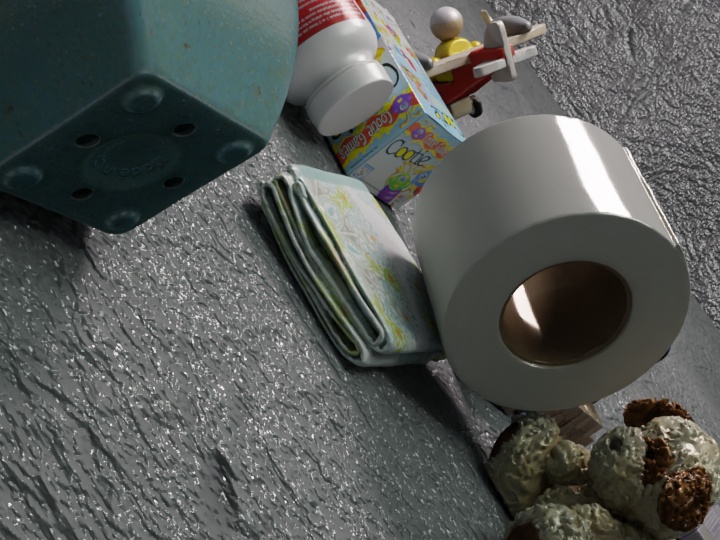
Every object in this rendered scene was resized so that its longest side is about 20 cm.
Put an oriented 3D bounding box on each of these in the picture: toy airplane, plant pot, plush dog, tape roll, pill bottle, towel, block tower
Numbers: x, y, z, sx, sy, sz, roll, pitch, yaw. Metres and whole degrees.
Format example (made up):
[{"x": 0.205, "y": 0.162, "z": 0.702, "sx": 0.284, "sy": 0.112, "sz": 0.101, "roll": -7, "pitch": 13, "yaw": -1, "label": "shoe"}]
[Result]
[{"x": 0.136, "y": -0.284, "z": 1.759, "sx": 0.142, "sy": 0.198, "sz": 0.200, "roll": 65, "pitch": 20, "yaw": 5, "label": "toy airplane"}, {"x": -0.148, "y": -0.139, "z": 0.749, "sx": 0.195, "sy": 0.196, "sz": 0.201, "roll": 25, "pitch": 42, "yaw": -57, "label": "plant pot"}, {"x": 0.209, "y": 0.184, "z": 1.063, "sx": 0.161, "sy": 0.171, "sz": 0.200, "roll": 48, "pitch": 17, "yaw": -18, "label": "plush dog"}, {"x": 0.150, "y": -0.006, "z": 1.094, "sx": 0.203, "sy": 0.202, "sz": 0.140, "roll": 41, "pitch": 21, "yaw": -34, "label": "tape roll"}, {"x": -0.055, "y": -0.234, "z": 1.298, "sx": 0.201, "sy": 0.112, "sz": 0.112, "roll": 58, "pitch": 17, "yaw": 15, "label": "pill bottle"}, {"x": 0.000, "y": 0.000, "z": 1.097, "sx": 0.172, "sy": 0.048, "sz": 0.200, "roll": 60, "pitch": 18, "yaw": 13, "label": "towel"}, {"x": 0.160, "y": 0.109, "z": 1.290, "sx": 0.200, "sy": 0.054, "sz": 0.058, "roll": 38, "pitch": 21, "yaw": -42, "label": "block tower"}]

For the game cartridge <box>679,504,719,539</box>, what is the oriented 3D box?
[{"x": 0.389, "y": 0.282, "z": 1.595, "sx": 0.130, "sy": 0.038, "sz": 0.200, "roll": 61, "pitch": 18, "yaw": 12, "label": "game cartridge"}]

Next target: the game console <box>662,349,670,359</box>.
[{"x": 0.214, "y": 0.038, "z": 1.410, "sx": 0.117, "sy": 0.200, "sz": 0.172, "roll": 4, "pitch": 65, "yaw": -21, "label": "game console"}]

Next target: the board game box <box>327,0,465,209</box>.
[{"x": 0.012, "y": -0.182, "z": 1.386, "sx": 0.105, "sy": 0.103, "sz": 0.201, "roll": 29, "pitch": 28, "yaw": -54, "label": "board game box"}]

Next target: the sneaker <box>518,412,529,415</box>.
[{"x": 0.205, "y": 0.202, "z": 1.169, "sx": 0.201, "sy": 0.082, "sz": 0.074, "roll": 57, "pitch": 11, "yaw": 13, "label": "sneaker"}]
